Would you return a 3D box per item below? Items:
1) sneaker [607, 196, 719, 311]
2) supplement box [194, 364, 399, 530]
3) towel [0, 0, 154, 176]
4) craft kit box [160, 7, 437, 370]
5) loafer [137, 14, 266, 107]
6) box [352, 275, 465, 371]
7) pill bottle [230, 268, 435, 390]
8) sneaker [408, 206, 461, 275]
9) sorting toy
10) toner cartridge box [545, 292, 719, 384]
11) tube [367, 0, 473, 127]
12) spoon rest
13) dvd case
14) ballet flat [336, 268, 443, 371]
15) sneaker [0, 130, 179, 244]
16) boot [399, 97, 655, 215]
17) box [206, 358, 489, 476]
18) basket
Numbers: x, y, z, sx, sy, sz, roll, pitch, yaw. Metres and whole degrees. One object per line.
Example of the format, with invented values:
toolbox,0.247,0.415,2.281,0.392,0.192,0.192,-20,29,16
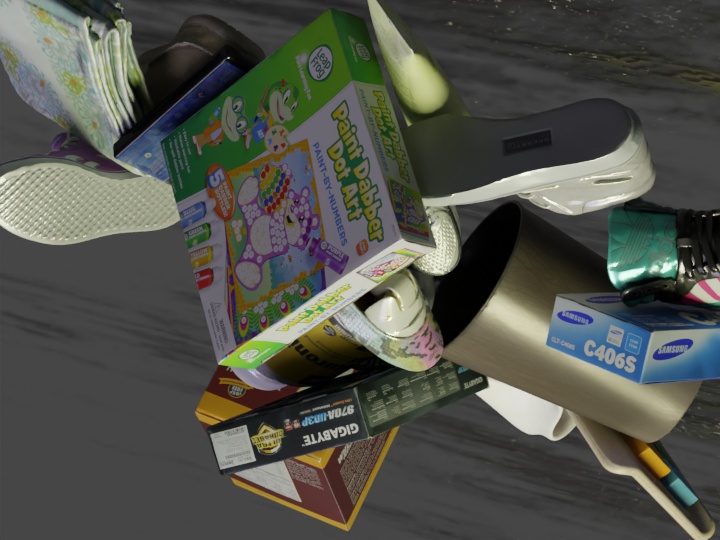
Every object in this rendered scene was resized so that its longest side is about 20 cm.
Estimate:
sneaker,0.241,-0.019,1.562,0.121,0.084,0.200,6,165,-14
supplement box,-0.042,0.112,2.087,0.133,0.197,0.200,21,160,17
towel,-0.243,-0.177,1.746,0.200,0.048,0.171,34,151,36
craft kit box,-0.051,-0.058,1.591,0.198,0.200,0.049,-33,151,30
loafer,-0.141,-0.151,1.755,0.076,0.068,0.200,33,159,-17
box,-0.007,0.033,1.907,0.200,0.035,0.110,19,127,14
pill bottle,-0.034,0.035,1.817,0.111,0.111,0.200,34,146,-18
sneaker,0.018,-0.062,1.674,0.200,0.077,0.085,53,-171,-29
sorting toy,0.233,0.137,1.901,0.200,0.036,0.185,37,-163,-50
toner cartridge box,0.242,0.049,1.641,0.095,0.043,0.200,21,-165,42
tube,0.050,-0.131,1.597,0.058,0.052,0.200,10,154,26
spoon rest,0.154,0.116,1.948,0.099,0.061,0.200,11,174,29
dvd case,-0.077,-0.096,1.725,0.200,0.018,0.143,26,129,-36
ballet flat,0.000,0.000,1.682,0.200,0.069,0.071,46,147,-9
sneaker,-0.250,-0.076,1.791,0.200,0.073,0.114,2,-153,-46
boot,0.115,-0.068,1.574,0.200,0.074,0.096,-6,152,19
box,-0.009,0.114,1.811,0.159,0.046,0.200,-17,180,33
basket,0.176,0.050,1.773,0.200,0.136,0.180,27,158,-12
